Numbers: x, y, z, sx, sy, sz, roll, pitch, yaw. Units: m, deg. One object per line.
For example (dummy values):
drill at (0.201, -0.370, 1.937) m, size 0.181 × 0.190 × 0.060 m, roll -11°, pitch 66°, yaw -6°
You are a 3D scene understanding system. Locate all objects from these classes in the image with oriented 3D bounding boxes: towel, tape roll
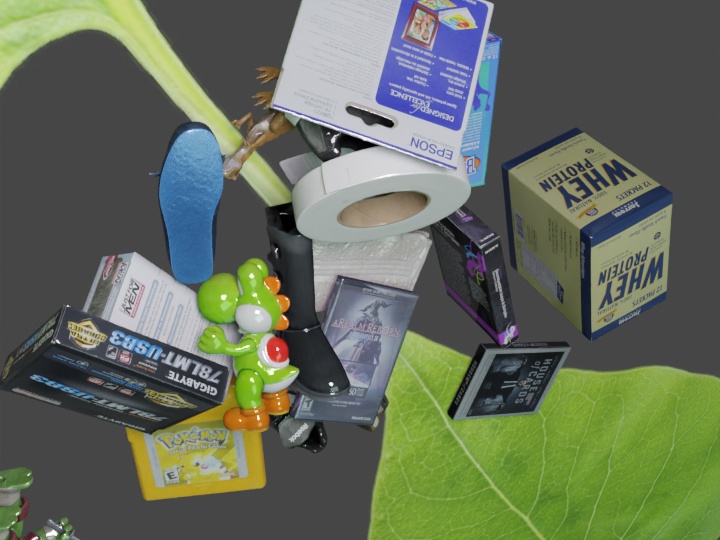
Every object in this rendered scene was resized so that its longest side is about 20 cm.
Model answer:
towel at (0.000, 0.000, 1.178) m, size 0.198 × 0.035 × 0.134 m, roll 0°, pitch 122°, yaw -32°
tape roll at (0.022, -0.082, 0.963) m, size 0.201 × 0.037 × 0.203 m, roll -10°, pitch 164°, yaw -3°

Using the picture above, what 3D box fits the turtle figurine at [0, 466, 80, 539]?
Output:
turtle figurine at (-0.408, 0.359, 1.115) m, size 0.144 × 0.198 × 0.196 m, roll -44°, pitch 143°, yaw -48°

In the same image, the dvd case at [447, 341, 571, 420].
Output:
dvd case at (0.255, 0.187, 1.487) m, size 0.198 × 0.025 × 0.151 m, roll 2°, pitch 122°, yaw -33°

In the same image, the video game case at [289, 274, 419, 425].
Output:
video game case at (-0.006, 0.113, 1.190) m, size 0.142 × 0.019 × 0.202 m, roll 12°, pitch 102°, yaw -39°

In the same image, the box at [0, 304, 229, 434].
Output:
box at (-0.279, 0.121, 0.980) m, size 0.199 × 0.050 × 0.198 m, roll 26°, pitch 145°, yaw -29°

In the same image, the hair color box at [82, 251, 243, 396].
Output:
hair color box at (-0.231, 0.071, 1.033) m, size 0.200 × 0.060 × 0.100 m, roll 41°, pitch 54°, yaw -45°

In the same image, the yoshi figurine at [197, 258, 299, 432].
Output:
yoshi figurine at (-0.144, 0.084, 1.045) m, size 0.111 × 0.112 × 0.202 m, roll -8°, pitch 106°, yaw -22°

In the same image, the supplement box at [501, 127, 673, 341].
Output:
supplement box at (0.313, -0.052, 1.222) m, size 0.133 × 0.200 × 0.201 m, roll -27°, pitch 133°, yaw -13°

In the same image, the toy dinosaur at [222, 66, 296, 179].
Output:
toy dinosaur at (-0.082, -0.178, 0.989) m, size 0.199 × 0.061 × 0.107 m, roll -29°, pitch 146°, yaw -7°

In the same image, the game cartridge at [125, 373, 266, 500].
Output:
game cartridge at (-0.221, 0.226, 1.171) m, size 0.174 × 0.033 × 0.201 m, roll -5°, pitch 128°, yaw -5°

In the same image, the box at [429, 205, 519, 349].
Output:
box at (0.152, -0.004, 1.196) m, size 0.036 × 0.143 × 0.201 m, roll -31°, pitch 134°, yaw -11°

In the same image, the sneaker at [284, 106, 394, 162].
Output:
sneaker at (0.021, -0.173, 0.943) m, size 0.199 × 0.091 × 0.066 m, roll -25°, pitch 175°, yaw -20°

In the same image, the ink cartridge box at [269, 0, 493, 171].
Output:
ink cartridge box at (0.023, -0.214, 0.890) m, size 0.196 × 0.047 × 0.202 m, roll 18°, pitch 74°, yaw -9°

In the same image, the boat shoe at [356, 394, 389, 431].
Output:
boat shoe at (-0.018, 0.146, 1.259) m, size 0.065 × 0.073 × 0.201 m, roll -48°, pitch 131°, yaw -29°

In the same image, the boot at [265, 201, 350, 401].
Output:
boot at (-0.065, 0.036, 1.055) m, size 0.065 × 0.165 × 0.202 m, roll -13°, pitch 121°, yaw -28°

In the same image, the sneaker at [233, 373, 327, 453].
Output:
sneaker at (-0.107, 0.199, 1.219) m, size 0.066 × 0.091 × 0.200 m, roll -44°, pitch 134°, yaw 3°

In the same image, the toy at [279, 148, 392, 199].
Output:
toy at (0.016, -0.126, 1.035) m, size 0.198 × 0.048 × 0.115 m, roll -15°, pitch 139°, yaw 12°

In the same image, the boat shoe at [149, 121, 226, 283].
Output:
boat shoe at (-0.197, -0.079, 0.973) m, size 0.083 × 0.069 × 0.201 m, roll 3°, pitch 126°, yaw -19°

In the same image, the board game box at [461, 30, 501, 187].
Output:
board game box at (0.092, -0.188, 1.086) m, size 0.151 × 0.045 × 0.202 m, roll -14°, pitch 128°, yaw -22°
